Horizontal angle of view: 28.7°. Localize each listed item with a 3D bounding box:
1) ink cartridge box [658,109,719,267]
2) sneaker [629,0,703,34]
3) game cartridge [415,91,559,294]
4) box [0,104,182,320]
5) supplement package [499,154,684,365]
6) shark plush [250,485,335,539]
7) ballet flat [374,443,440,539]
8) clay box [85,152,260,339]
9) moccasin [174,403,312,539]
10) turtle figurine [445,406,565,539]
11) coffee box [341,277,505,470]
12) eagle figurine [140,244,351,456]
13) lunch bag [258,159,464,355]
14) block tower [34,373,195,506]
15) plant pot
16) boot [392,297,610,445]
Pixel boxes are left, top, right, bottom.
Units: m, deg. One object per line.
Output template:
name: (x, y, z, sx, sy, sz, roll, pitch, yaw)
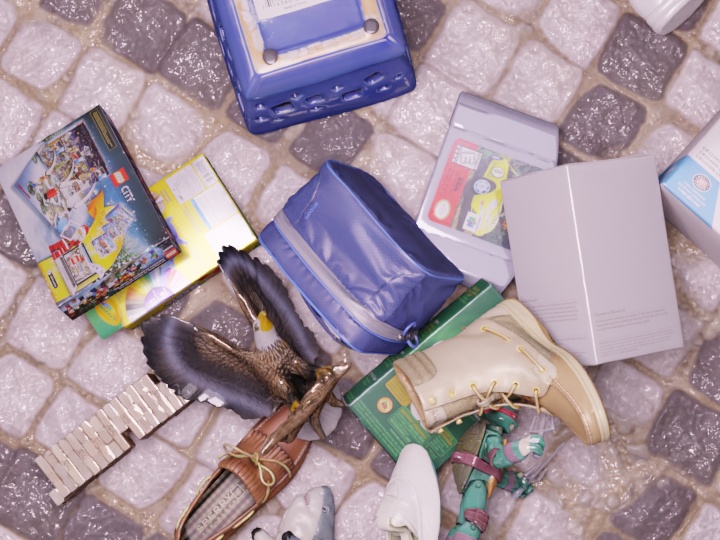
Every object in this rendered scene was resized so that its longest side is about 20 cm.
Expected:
ink cartridge box: (0.416, -0.116, 1.470, 0.128, 0.125, 0.200, 41, 88, 4)
sneaker: (0.371, -0.352, 1.521, 0.200, 0.075, 0.089, -40, 74, 0)
game cartridge: (0.137, -0.079, 1.521, 0.132, 0.041, 0.201, 19, 87, -1)
box: (-0.291, -0.064, 1.488, 0.136, 0.038, 0.200, -31, 60, 0)
supplement package: (0.237, -0.009, 1.445, 0.119, 0.121, 0.201, -9, 90, -29)
shark plush: (-0.039, 0.334, 1.482, 0.083, 0.091, 0.201, -16, 80, -30)
ballet flat: (0.045, 0.277, 1.424, 0.069, 0.069, 0.201, -2, 82, 1)
clay box: (-0.221, -0.023, 1.519, 0.199, 0.048, 0.115, -33, 84, 0)
moccasin: (-0.123, 0.217, 1.483, 0.201, 0.078, 0.074, -42, 83, -4)
turtle figurine: (0.139, 0.210, 1.447, 0.100, 0.150, 0.201, 19, 76, 17)
coffee box: (0.094, 0.117, 1.489, 0.200, 0.044, 0.123, -41, 103, -1)
eagle figurine: (-0.104, 0.083, 1.442, 0.200, 0.151, 0.152, 32, 115, 33)
lunch bag: (0.000, 0.000, 1.449, 0.132, 0.136, 0.200, -47, 67, 15)
block tower: (-0.257, 0.167, 1.504, 0.200, 0.054, 0.058, -40, 85, -2)
plant pot: (-0.058, -0.270, 1.468, 0.199, 0.180, 0.201, -16, 86, 0)
boot: (0.135, 0.123, 1.371, 0.155, 0.073, 0.200, -25, 47, -14)
